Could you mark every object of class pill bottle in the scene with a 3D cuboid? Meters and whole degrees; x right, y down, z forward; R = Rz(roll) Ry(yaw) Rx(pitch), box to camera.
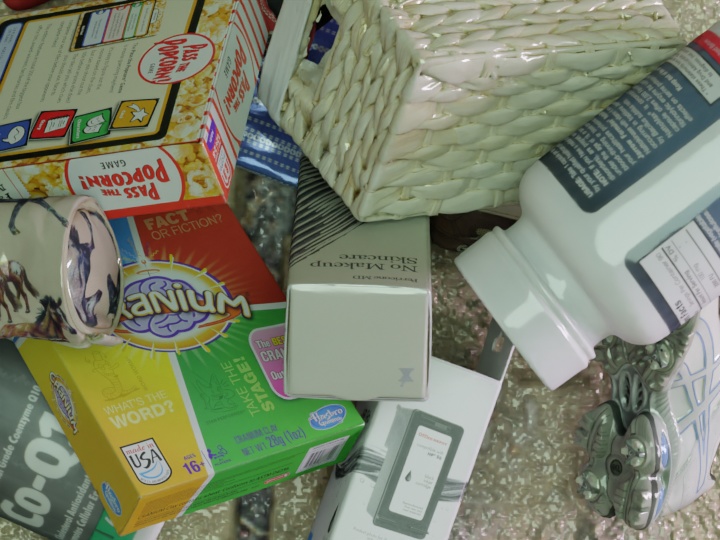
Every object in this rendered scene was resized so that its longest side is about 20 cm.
[{"bbox_3d":[-0.196,0.085,1.395,0.199,0.113,0.114,25,87,-4],"label":"pill bottle"},{"bbox_3d":[0.155,-0.031,1.316,0.200,0.120,0.120,-37,92,3],"label":"pill bottle"}]

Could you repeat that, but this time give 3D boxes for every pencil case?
[{"bbox_3d":[-0.225,0.008,1.297,0.199,0.078,0.090,-4,93,12],"label":"pencil case"}]

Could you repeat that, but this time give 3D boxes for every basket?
[{"bbox_3d":[0.064,-0.114,1.361,0.199,0.136,0.124,-7,48,-29],"label":"basket"}]

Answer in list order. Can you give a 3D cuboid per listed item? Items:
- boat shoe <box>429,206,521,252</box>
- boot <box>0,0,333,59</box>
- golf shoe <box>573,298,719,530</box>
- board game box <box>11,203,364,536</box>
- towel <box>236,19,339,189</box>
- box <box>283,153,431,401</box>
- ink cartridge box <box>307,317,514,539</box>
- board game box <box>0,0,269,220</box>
[{"bbox_3d":[0.136,-0.025,1.458,0.201,0.075,0.075,13,123,-11],"label":"boat shoe"},{"bbox_3d":[-0.104,-0.164,1.419,0.199,0.072,0.145,-25,87,-2],"label":"boot"},{"bbox_3d":[0.187,0.052,1.434,0.097,0.078,0.201,-7,117,-39],"label":"golf shoe"},{"bbox_3d":[-0.112,0.038,1.367,0.153,0.040,0.200,-16,61,-34],"label":"board game box"},{"bbox_3d":[-0.030,-0.153,1.460,0.144,0.024,0.201,20,87,-3],"label":"towel"},{"bbox_3d":[0.000,0.000,1.361,0.082,0.200,0.069,1,113,-1],"label":"box"},{"bbox_3d":[0.026,0.108,1.412,0.068,0.116,0.201,20,86,-5],"label":"ink cartridge box"},{"bbox_3d":[-0.161,-0.090,1.357,0.199,0.152,0.046,-7,131,17],"label":"board game box"}]
